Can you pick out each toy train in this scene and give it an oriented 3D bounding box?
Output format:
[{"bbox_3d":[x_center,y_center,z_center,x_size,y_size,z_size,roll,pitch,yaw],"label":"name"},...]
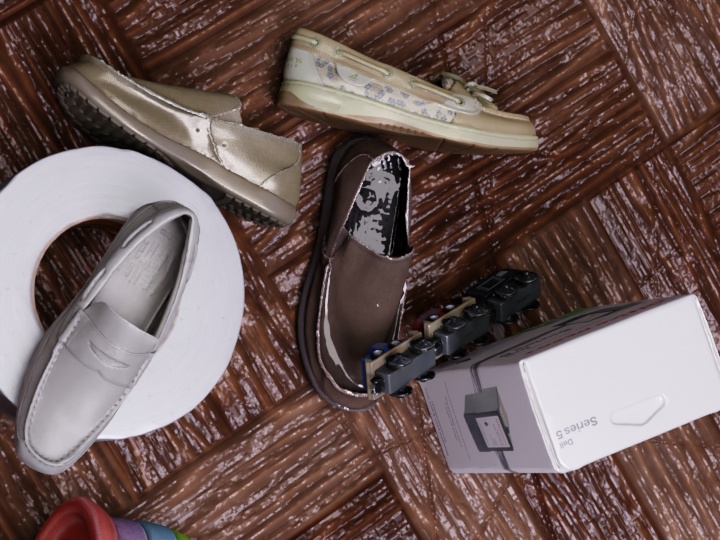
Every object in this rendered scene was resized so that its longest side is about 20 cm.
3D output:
[{"bbox_3d":[0.062,0.043,1.684,0.200,0.046,0.034,-31,126,-46],"label":"toy train"}]

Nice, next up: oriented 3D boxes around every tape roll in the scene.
[{"bbox_3d":[-0.182,0.017,1.622,0.199,0.066,0.202,2,85,-20],"label":"tape roll"}]

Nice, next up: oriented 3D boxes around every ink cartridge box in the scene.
[{"bbox_3d":[0.148,0.082,1.662,0.145,0.200,0.085,-20,92,-20],"label":"ink cartridge box"}]

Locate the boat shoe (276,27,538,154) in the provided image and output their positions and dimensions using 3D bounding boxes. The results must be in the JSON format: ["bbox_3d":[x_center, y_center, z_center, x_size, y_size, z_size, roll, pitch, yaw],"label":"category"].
[{"bbox_3d":[0.040,-0.126,1.708,0.198,0.073,0.063,12,84,-17],"label":"boat shoe"}]

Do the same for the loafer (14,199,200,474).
[{"bbox_3d":[-0.167,0.041,1.553,0.070,0.070,0.201,29,77,-15],"label":"loafer"}]

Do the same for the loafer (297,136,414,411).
[{"bbox_3d":[0.000,0.000,1.684,0.072,0.071,0.202,4,84,-19],"label":"loafer"}]

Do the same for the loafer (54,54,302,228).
[{"bbox_3d":[-0.124,-0.101,1.652,0.199,0.076,0.068,32,74,-24],"label":"loafer"}]

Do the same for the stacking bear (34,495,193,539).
[{"bbox_3d":[-0.126,0.239,1.603,0.199,0.121,0.114,26,37,-27],"label":"stacking bear"}]
